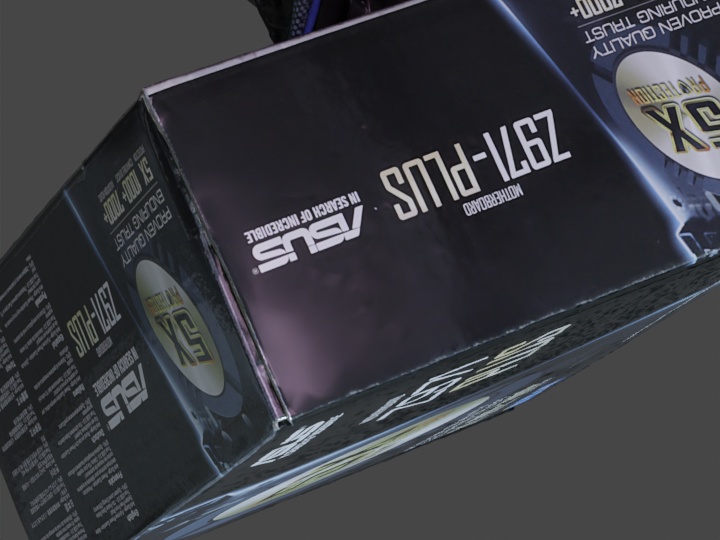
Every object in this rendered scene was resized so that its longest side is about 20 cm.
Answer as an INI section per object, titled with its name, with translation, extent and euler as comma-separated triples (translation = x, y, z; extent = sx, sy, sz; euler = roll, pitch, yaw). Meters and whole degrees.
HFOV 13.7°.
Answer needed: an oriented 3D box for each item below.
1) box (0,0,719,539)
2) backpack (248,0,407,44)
[box]
translation = 0.000, 0.000, 0.784
extent = 0.163, 0.200, 0.086
euler = -20, 81, -27
[backpack]
translation = 0.033, -0.167, 0.853
extent = 0.183, 0.200, 0.147
euler = -25, 64, -25
